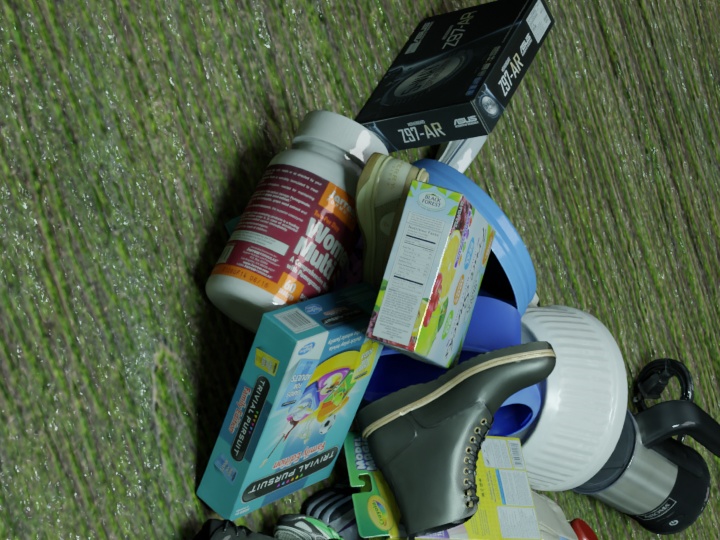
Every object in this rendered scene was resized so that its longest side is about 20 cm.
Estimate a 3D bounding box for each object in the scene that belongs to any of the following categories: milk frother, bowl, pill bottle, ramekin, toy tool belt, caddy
[{"bbox_3d":[0.334,0.192,2.011,0.187,0.181,0.201,32,17,-44],"label":"milk frother"},{"bbox_3d":[0.102,-0.028,1.686,0.039,0.200,0.202,-40,117,-19],"label":"bowl"},{"bbox_3d":[-0.055,-0.042,1.531,0.109,0.109,0.202,41,68,-39],"label":"pill bottle"},{"bbox_3d":[0.179,0.132,1.763,0.104,0.199,0.203,13,74,-39],"label":"ramekin"},{"bbox_3d":[0.170,0.307,1.802,0.199,0.123,0.126,30,25,-50],"label":"toy tool belt"},{"bbox_3d":[0.086,0.109,1.650,0.106,0.197,0.142,-74,151,-43],"label":"caddy"}]

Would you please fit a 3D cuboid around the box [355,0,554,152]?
[{"bbox_3d":[0.101,-0.210,1.747,0.044,0.159,0.201,57,46,-29],"label":"box"}]

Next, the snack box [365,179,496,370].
[{"bbox_3d":[0.067,0.009,1.482,0.200,0.052,0.144,33,74,-75],"label":"snack box"}]

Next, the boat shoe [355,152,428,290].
[{"bbox_3d":[0.040,-0.027,1.538,0.202,0.062,0.074,83,29,-46],"label":"boat shoe"}]

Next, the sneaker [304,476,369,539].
[{"bbox_3d":[0.023,0.241,1.654,0.199,0.074,0.089,-23,112,-39],"label":"sneaker"}]

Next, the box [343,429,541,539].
[{"bbox_3d":[0.073,0.218,1.598,0.198,0.048,0.119,8,55,-28],"label":"box"}]

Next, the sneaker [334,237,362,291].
[{"bbox_3d":[0.000,0.000,1.628,0.089,0.079,0.201,89,20,-47],"label":"sneaker"}]

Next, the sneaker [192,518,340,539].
[{"bbox_3d":[-0.100,0.259,1.452,0.198,0.076,0.092,-10,83,-32],"label":"sneaker"}]

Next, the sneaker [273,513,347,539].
[{"bbox_3d":[-0.040,0.323,1.543,0.085,0.077,0.202,-30,107,-48],"label":"sneaker"}]

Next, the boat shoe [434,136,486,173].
[{"bbox_3d":[0.111,-0.173,1.840,0.066,0.074,0.201,34,55,-8],"label":"boat shoe"}]

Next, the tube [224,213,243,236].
[{"bbox_3d":[-0.053,-0.059,1.625,0.200,0.050,0.078,-40,105,-38],"label":"tube"}]

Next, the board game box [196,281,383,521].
[{"bbox_3d":[-0.056,0.118,1.492,0.150,0.047,0.202,-17,135,-51],"label":"board game box"}]

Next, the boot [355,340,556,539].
[{"bbox_3d":[0.109,0.161,1.530,0.077,0.198,0.140,31,36,-66],"label":"boot"}]

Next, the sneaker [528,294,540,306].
[{"bbox_3d":[0.152,-0.018,1.841,0.200,0.075,0.088,48,53,-36],"label":"sneaker"}]
